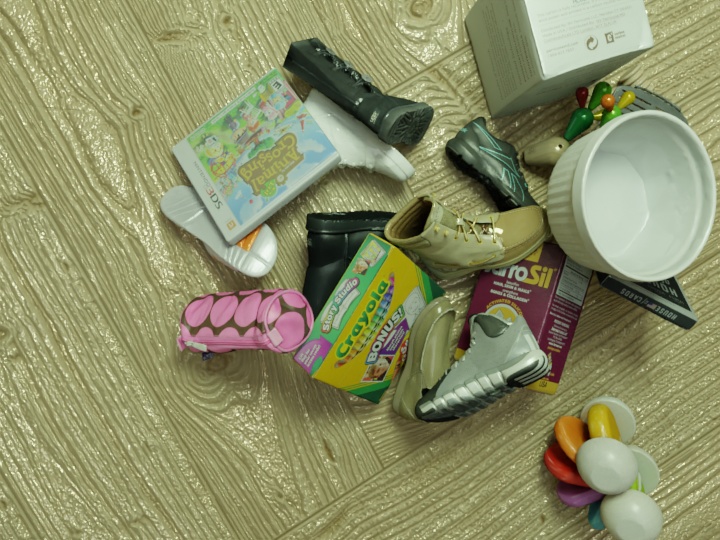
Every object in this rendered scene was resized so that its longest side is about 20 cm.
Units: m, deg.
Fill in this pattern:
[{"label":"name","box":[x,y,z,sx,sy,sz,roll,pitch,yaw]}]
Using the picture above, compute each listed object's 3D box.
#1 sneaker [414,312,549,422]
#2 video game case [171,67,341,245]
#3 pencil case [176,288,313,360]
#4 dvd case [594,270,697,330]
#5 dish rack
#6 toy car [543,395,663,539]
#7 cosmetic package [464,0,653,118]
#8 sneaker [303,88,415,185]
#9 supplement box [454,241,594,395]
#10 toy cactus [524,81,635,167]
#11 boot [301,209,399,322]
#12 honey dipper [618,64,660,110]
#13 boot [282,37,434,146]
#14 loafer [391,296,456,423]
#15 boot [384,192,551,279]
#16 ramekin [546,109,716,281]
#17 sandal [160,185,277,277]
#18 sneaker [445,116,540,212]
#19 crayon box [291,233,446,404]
[{"label":"sneaker","box":[0.153,0.126,0.784,0.198,0.075,0.117,-30,53,21]},{"label":"video game case","box":[-0.153,-0.167,0.813,0.198,0.022,0.184,-37,72,1]},{"label":"pencil case","box":[-0.162,0.075,0.777,0.197,0.093,0.093,-9,106,36]},{"label":"dvd case","box":[0.405,-0.012,0.845,0.148,0.202,0.025,25,125,-7]},{"label":"dish rack","box":[0.426,-0.180,0.890,0.151,0.055,0.203,25,99,-5]},{"label":"toy car","box":[0.364,0.309,0.868,0.148,0.175,0.203,-25,95,29]},{"label":"cosmetic package","box":[0.272,-0.343,0.809,0.164,0.200,0.170,-17,92,-5]},{"label":"sneaker","box":[-0.024,-0.165,0.849,0.198,0.074,0.117,35,89,4]},{"label":"supplement box","box":[0.241,0.062,0.835,0.102,0.129,0.205,19,88,-43]},{"label":"toy cactus","box":[0.322,-0.181,0.842,0.101,0.162,0.206,6,84,-49]},{"label":"boot","box":[0.000,0.000,0.851,0.196,0.076,0.172,-5,110,-28]},{"label":"honey dipper","box":[0.494,-0.243,0.919,0.038,0.038,0.201,-41,97,-4]},{"label":"boot","box":[0.001,-0.266,0.839,0.199,0.164,0.066,37,113,16]},{"label":"loafer","box":[0.107,0.138,0.843,0.075,0.067,0.204,-8,118,-47]},{"label":"boot","box":[0.147,-0.059,0.780,0.197,0.154,0.074,-19,58,33]},{"label":"ramekin","box":[0.331,-0.090,0.718,0.195,0.105,0.206,-1,92,-16]},{"label":"sandal","box":[-0.203,-0.057,0.838,0.204,0.059,0.080,33,71,15]},{"label":"sneaker","box":[0.223,-0.149,0.871,0.200,0.075,0.079,44,84,-6]},{"label":"crayon box","box":[0.019,0.076,0.809,0.058,0.172,0.202,30,87,39]}]
